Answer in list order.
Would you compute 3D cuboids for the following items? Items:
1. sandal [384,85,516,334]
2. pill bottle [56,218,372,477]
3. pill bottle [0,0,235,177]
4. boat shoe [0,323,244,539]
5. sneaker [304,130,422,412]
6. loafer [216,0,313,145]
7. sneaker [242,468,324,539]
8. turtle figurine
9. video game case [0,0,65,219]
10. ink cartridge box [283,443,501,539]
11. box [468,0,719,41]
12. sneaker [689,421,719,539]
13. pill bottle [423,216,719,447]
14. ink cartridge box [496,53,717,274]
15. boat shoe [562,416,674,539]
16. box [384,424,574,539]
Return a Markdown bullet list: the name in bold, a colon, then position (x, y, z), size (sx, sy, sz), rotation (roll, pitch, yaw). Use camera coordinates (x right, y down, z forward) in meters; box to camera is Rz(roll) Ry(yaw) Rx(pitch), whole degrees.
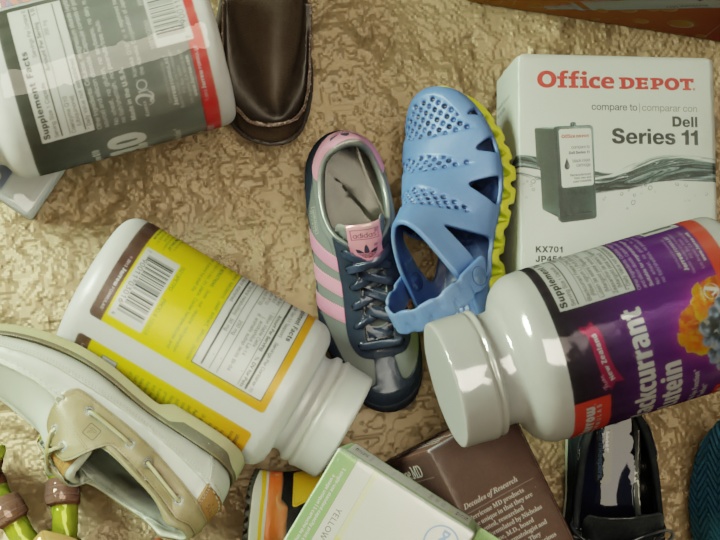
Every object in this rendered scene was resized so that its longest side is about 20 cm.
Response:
- **sandal**: position (0.056, -0.030, 1.098), size (0.087, 0.079, 0.201), rotation (7, 73, -45)
- **pill bottle**: position (-0.096, 0.057, 1.097), size (0.199, 0.109, 0.110), rotation (30, 81, -1)
- **pill bottle**: position (-0.193, -0.128, 1.086), size (0.199, 0.114, 0.114), rotation (-16, 85, -7)
- **boat shoe**: position (-0.177, 0.104, 1.057), size (0.199, 0.075, 0.069), rotation (27, 58, 4)
- **sneaker**: position (0.000, 0.000, 1.126), size (0.070, 0.082, 0.201), rotation (-14, 85, -7)
- **loafer**: position (-0.071, -0.189, 1.147), size (0.073, 0.071, 0.201), rotation (-4, 84, -6)
- **sneaker**: position (-0.036, 0.235, 1.101), size (0.089, 0.070, 0.201), rotation (0, 81, -2)
- **turtle figurine**: position (-0.198, 0.190, 1.095), size (0.199, 0.064, 0.162), rotation (-18, 78, 0)
- **video game case**: position (-0.266, -0.165, 1.150), size (0.200, 0.023, 0.183), rotation (33, 81, -1)
- **ink cartridge box**: position (0.037, 0.223, 1.027), size (0.199, 0.048, 0.146), rotation (31, 94, 9)
- **box**: position (0.185, -0.238, 1.152), size (0.199, 0.124, 0.098), rotation (8, 83, -4)
- **sneaker**: position (0.286, 0.198, 1.134), size (0.080, 0.076, 0.201), rotation (-10, 90, -15)
- **pill bottle**: position (0.147, 0.044, 1.036), size (0.199, 0.111, 0.112), rotation (-17, 85, -8)
- **ink cartridge box**: position (0.172, -0.048, 1.148), size (0.146, 0.083, 0.201), rotation (0, 83, -6)
- **boat shoe**: position (0.177, 0.182, 1.133), size (0.074, 0.062, 0.201), rotation (-1, 85, -7)
- **box**: position (0.099, 0.201, 1.098), size (0.075, 0.100, 0.201), rotation (-23, 85, -21)
